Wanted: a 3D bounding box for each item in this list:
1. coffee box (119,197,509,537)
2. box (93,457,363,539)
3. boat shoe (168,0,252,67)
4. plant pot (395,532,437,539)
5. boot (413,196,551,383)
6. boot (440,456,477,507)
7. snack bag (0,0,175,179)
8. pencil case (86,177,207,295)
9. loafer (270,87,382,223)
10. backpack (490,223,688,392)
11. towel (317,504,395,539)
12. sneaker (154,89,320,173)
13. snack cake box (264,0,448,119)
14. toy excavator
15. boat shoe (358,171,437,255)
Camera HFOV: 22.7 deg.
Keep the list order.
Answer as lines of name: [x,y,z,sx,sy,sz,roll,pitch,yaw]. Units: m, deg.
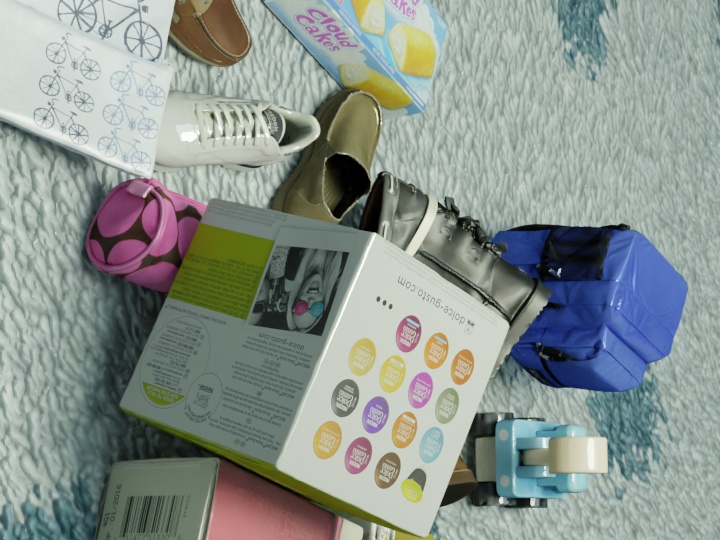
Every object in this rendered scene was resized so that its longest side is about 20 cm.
coffee box: [-0.037,0.080,1.470,0.199,0.200,0.198,32,77,-45]
box: [-0.110,0.238,1.500,0.200,0.127,0.109,33,59,-46]
boat shoe: [-0.151,-0.259,1.576,0.200,0.072,0.076,51,47,-35]
plant pot: [0.037,0.326,1.658,0.200,0.200,0.142,23,41,-49]
boot: [0.080,0.039,1.808,0.162,0.073,0.199,37,86,-9]
boot: [0.030,0.194,1.765,0.200,0.074,0.076,5,53,-50]
snack bag: [-0.232,-0.194,1.462,0.188,0.021,0.201,23,65,-32]
pencil case: [-0.139,-0.019,1.543,0.200,0.091,0.094,20,100,-51]
loafer: [-0.017,-0.100,1.731,0.076,0.067,0.200,52,46,-34]
backpack: [0.216,0.037,1.914,0.163,0.199,0.168,46,59,-44]
towel: [-0.033,0.276,1.583,0.031,0.149,0.201,24,64,-38]
sneaker: [-0.124,-0.127,1.585,0.200,0.080,0.077,-6,91,-52]
snack cake box: [-0.001,-0.254,1.780,0.200,0.067,0.115,43,52,-41]
toy excavator: [0.200,0.193,1.861,0.194,0.199,0.100,11,75,-52]
boat shoe: [0.000,0.000,1.727,0.068,0.072,0.201,34,76,-25]
